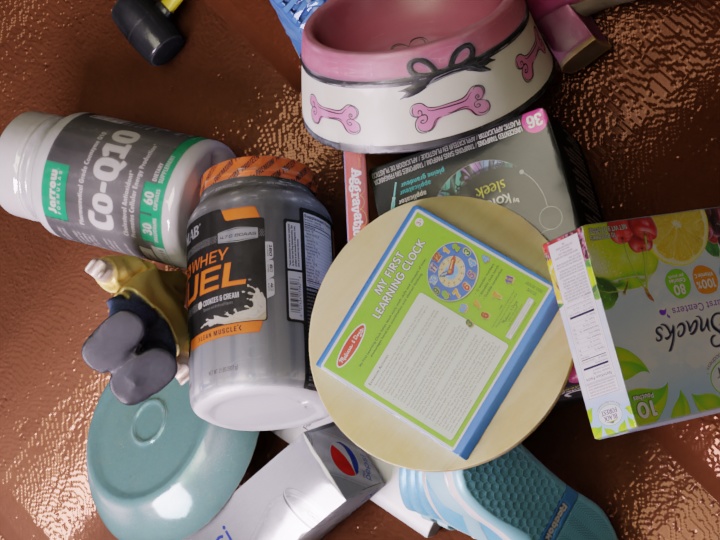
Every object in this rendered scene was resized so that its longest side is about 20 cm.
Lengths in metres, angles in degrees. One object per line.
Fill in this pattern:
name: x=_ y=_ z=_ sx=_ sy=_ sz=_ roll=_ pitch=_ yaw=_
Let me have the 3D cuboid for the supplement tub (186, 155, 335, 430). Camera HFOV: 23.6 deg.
supplement tub: x=-0.079 y=0.018 z=1.382 sx=0.122 sy=0.122 sz=0.202 roll=-14 pitch=66 yaw=25

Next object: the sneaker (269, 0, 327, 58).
sneaker: x=-0.051 y=-0.221 z=1.416 sx=0.076 sy=0.111 sz=0.201 roll=-29 pitch=76 yaw=22

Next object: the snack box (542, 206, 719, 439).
snack box: x=0.234 y=0.032 z=1.220 sx=0.053 sy=0.199 sz=0.143 roll=-25 pitch=76 yaw=54

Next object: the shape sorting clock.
shape sorting clock: x=0.058 y=0.044 z=1.230 sx=0.198 sy=0.039 sz=0.202 roll=-4 pitch=76 yaw=15

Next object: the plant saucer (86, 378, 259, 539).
plant saucer: x=-0.169 y=0.133 z=1.458 sx=0.199 sy=0.036 sz=0.201 roll=-21 pitch=54 yaw=32

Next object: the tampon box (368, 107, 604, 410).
tampon box: x=0.113 y=0.005 z=1.304 sx=0.149 sy=0.126 sz=0.201 roll=-19 pitch=76 yaw=17

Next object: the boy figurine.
boy figurine: x=-0.180 y=0.036 z=1.410 sx=0.064 sy=0.200 sz=0.125 roll=-38 pitch=104 yaw=8

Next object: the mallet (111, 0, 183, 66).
mallet: x=-0.142 y=-0.275 z=1.508 sx=0.066 sy=0.041 sz=0.200 roll=41 pitch=101 yaw=18

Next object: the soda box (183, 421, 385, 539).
soda box: x=-0.075 y=0.208 z=1.420 sx=0.200 sy=0.063 sz=0.068 roll=-42 pitch=73 yaw=29

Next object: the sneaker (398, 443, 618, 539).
sneaker: x=0.110 y=0.190 z=1.330 sx=0.080 sy=0.200 sz=0.130 roll=-51 pitch=24 yaw=-23

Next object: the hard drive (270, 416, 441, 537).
hard drive: x=0.009 y=0.110 z=1.421 sx=0.199 sy=0.027 sz=0.133 roll=32 pitch=101 yaw=24

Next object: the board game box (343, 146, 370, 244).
board game box: x=0.000 y=0.000 z=1.341 sx=0.019 sy=0.103 sz=0.202 roll=-2 pitch=98 yaw=1

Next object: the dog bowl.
dog bowl: x=0.044 y=-0.168 z=1.306 sx=0.199 sy=0.200 sz=0.074 roll=0 pitch=123 yaw=26

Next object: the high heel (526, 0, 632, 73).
high heel: x=0.210 y=-0.245 z=1.322 sx=0.200 sy=0.067 sz=0.096 roll=-39 pitch=66 yaw=26

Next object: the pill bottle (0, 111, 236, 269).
pill bottle: x=-0.212 y=-0.074 z=1.488 sx=0.199 sy=0.113 sz=0.114 roll=13 pitch=94 yaw=26
